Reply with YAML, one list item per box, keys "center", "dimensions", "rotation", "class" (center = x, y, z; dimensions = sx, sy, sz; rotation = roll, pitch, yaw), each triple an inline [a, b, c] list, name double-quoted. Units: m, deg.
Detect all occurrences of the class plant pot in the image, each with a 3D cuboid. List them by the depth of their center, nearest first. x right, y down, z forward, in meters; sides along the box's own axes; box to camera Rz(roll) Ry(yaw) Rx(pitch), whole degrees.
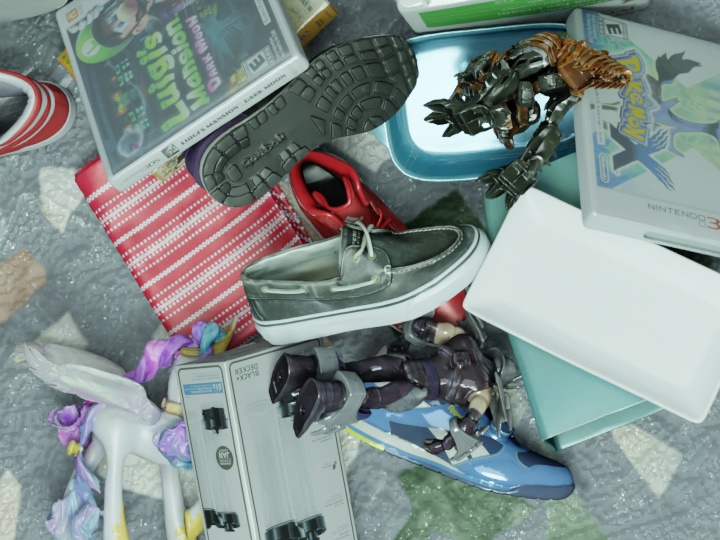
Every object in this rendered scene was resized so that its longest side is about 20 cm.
- center: [0.176, 0.018, 1.622]
  dimensions: [0.140, 0.141, 0.202]
  rotation: [-21, 79, 6]
  class: "plant pot"

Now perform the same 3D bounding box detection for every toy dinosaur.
- center: [0.123, -0.136, 1.547]
  dimensions: [0.102, 0.200, 0.136]
  rotation: [40, 66, -3]
  class: "toy dinosaur"

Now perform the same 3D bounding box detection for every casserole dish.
- center: [0.106, -0.137, 1.671]
  dimensions: [0.198, 0.039, 0.122]
  rotation: [-6, 107, 6]
  class: "casserole dish"

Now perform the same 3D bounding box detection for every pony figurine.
- center: [-0.188, 0.124, 1.668]
  dimensions: [0.191, 0.166, 0.202]
  rotation: [10, 93, -15]
  class: "pony figurine"

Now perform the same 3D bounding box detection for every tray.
- center: [0.185, 0.025, 1.539]
  dimensions: [0.199, 0.022, 0.108]
  rotation: [26, 84, 16]
  class: "tray"

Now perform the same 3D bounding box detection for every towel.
- center: [-0.131, -0.036, 1.719]
  dimensions: [0.144, 0.022, 0.201]
  rotation: [-33, 84, 6]
  class: "towel"

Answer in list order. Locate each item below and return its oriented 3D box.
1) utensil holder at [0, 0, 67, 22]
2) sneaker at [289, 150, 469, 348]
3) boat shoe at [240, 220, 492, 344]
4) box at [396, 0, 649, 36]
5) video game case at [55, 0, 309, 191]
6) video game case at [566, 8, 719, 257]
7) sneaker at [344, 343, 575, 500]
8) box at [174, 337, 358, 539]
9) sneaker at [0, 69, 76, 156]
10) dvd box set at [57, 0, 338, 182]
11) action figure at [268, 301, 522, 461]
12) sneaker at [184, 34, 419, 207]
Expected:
- center: [-0.324, -0.308, 1.682]
  dimensions: [0.168, 0.170, 0.202]
  rotation: [-8, 88, 7]
  class: "utensil holder"
- center: [0.009, -0.016, 1.652]
  dimensions: [0.200, 0.116, 0.078]
  rotation: [42, 93, 8]
  class: "sneaker"
- center: [0.000, 0.000, 1.586]
  dimensions: [0.198, 0.072, 0.071]
  rotation: [-19, 124, 15]
  class: "boat shoe"
- center: [0.118, -0.297, 1.623]
  dimensions: [0.197, 0.171, 0.202]
  rotation: [-8, 88, 7]
  class: "box"
- center: [-0.145, -0.183, 1.647]
  dimensions: [0.181, 0.023, 0.201]
  rotation: [-32, 51, 12]
  class: "video game case"
- center: [0.247, -0.100, 1.588]
  dimensions: [0.181, 0.022, 0.201]
  rotation: [12, 53, -17]
  class: "video game case"
- center: [0.082, 0.125, 1.660]
  dimensions: [0.198, 0.074, 0.083]
  rotation: [22, 88, 7]
  class: "sneaker"
- center: [-0.071, 0.160, 1.639]
  dimensions: [0.060, 0.116, 0.202]
  rotation: [-7, 96, 42]
  class: "box"
- center: [-0.337, -0.108, 1.702]
  dimensions: [0.199, 0.112, 0.072]
  rotation: [-24, 84, 6]
  class: "sneaker"
- center: [-0.134, -0.191, 1.702]
  dimensions: [0.200, 0.029, 0.146]
  rotation: [-44, 65, 3]
  class: "dvd box set"
- center: [0.036, 0.085, 1.599]
  dimensions: [0.198, 0.070, 0.131]
  rotation: [-3, 42, -23]
  class: "action figure"
- center: [-0.052, -0.132, 1.634]
  dimensions: [0.199, 0.088, 0.076]
  rotation: [-31, 117, -11]
  class: "sneaker"
